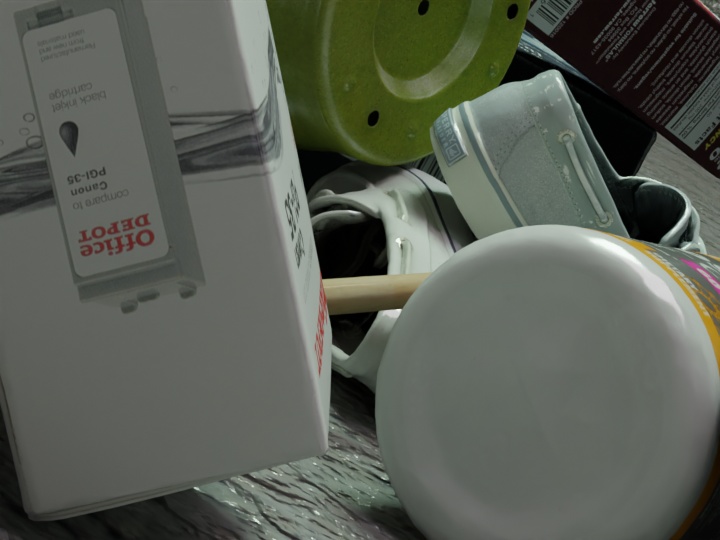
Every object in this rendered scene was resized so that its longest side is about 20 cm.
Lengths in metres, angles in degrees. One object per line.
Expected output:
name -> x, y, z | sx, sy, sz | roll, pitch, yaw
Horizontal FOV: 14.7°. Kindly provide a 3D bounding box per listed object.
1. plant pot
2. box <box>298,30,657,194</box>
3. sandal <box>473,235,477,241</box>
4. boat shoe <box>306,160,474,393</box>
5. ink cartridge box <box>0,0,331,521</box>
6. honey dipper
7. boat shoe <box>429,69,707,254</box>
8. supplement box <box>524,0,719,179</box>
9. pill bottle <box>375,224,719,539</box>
plant pot -> -0.039, -0.133, 1.147 | 0.192, 0.201, 0.200 | 25, 6, 37
box -> 0.034, -0.080, 1.422 | 0.196, 0.118, 0.200 | 29, 9, -4
sandal -> 0.059, 0.013, 1.191 | 0.081, 0.055, 0.200 | 26, 16, -16
boat shoe -> 0.000, 0.000, 1.074 | 0.066, 0.072, 0.200 | 30, 17, -24
ink cartridge box -> -0.065, -0.053, 0.739 | 0.082, 0.201, 0.147 | -11, 11, 2
honey dipper -> 0.009, 0.007, 0.960 | 0.199, 0.038, 0.038 | -4, 29, -37
boat shoe -> 0.103, -0.006, 1.116 | 0.201, 0.071, 0.070 | 48, 20, -42
supplement box -> 0.104, -0.126, 1.265 | 0.200, 0.061, 0.109 | 31, 11, -49
pill bottle -> 0.094, 0.048, 0.946 | 0.116, 0.117, 0.200 | 33, 11, 23
